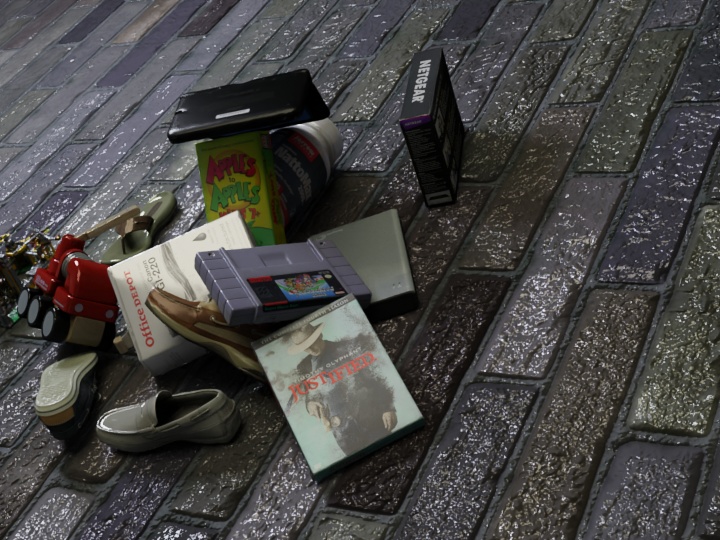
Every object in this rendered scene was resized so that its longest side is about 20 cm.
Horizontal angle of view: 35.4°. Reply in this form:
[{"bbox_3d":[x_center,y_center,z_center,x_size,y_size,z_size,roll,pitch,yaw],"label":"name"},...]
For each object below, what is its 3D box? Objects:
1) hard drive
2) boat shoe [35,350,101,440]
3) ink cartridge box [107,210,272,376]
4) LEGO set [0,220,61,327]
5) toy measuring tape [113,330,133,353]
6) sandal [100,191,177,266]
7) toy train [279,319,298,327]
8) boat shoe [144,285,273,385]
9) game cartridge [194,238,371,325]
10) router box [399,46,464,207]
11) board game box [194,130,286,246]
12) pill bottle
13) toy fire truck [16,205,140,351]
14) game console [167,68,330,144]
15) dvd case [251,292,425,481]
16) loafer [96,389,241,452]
[{"bbox_3d":[0.000,0.000,1.538,0.137,0.033,0.201,-18,34,6],"label":"hard drive"},{"bbox_3d":[-0.387,0.163,1.507,0.073,0.063,0.200,-17,19,1],"label":"boat shoe"},{"bbox_3d":[-0.221,0.031,1.517,0.197,0.085,0.147,-24,71,-1],"label":"ink cartridge box"},{"bbox_3d":[-0.571,-0.008,1.788,0.152,0.117,0.200,13,47,40],"label":"LEGO set"},{"bbox_3d":[-0.305,0.042,1.619,0.073,0.074,0.201,5,42,34],"label":"toy measuring tape"},{"bbox_3d":[-0.363,-0.071,1.813,0.078,0.058,0.202,-4,38,24],"label":"sandal"},{"bbox_3d":[-0.070,0.063,1.427,0.198,0.035,0.046,27,15,16],"label":"toy train"},{"bbox_3d":[-0.174,0.069,1.422,0.075,0.198,0.076,-60,1,-4],"label":"boat shoe"},{"bbox_3d":[-0.096,0.012,1.423,0.197,0.039,0.130,-6,34,-31],"label":"game cartridge"},{"bbox_3d":[0.109,-0.214,1.664,0.050,0.151,0.202,-9,36,16],"label":"router box"},{"bbox_3d":[-0.167,-0.089,1.609,0.100,0.204,0.048,-8,2,19],"label":"board game box"},{"bbox_3d":[-0.115,-0.152,1.729,0.118,0.121,0.201,9,45,37],"label":"pill bottle"},{"bbox_3d":[-0.385,-0.002,1.612,0.175,0.127,0.203,23,97,54],"label":"toy fire truck"},{"bbox_3d":[-0.155,-0.207,1.616,0.196,0.118,0.177,-10,36,12],"label":"game console"},{"bbox_3d":[-0.030,0.132,1.329,0.144,0.022,0.201,-25,52,-7],"label":"dvd case"},{"bbox_3d":[-0.243,0.178,1.396,0.196,0.071,0.070,-9,36,18],"label":"loafer"}]
